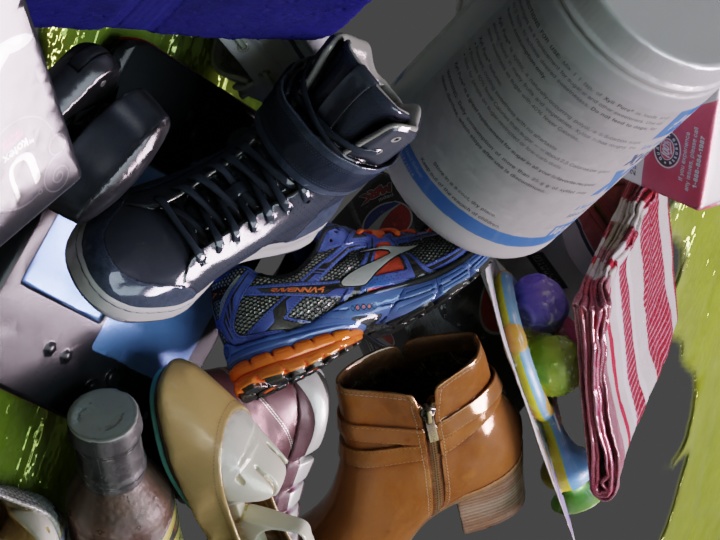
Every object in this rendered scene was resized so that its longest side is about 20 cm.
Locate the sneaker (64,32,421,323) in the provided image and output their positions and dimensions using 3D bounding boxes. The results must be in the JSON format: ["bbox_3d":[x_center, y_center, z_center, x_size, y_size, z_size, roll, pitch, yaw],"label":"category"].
[{"bbox_3d":[-0.056,-0.053,1.541,0.202,0.077,0.146,-28,169,-49],"label":"sneaker"}]

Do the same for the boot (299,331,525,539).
[{"bbox_3d":[0.004,0.123,1.782,0.199,0.077,0.156,-20,139,-2],"label":"boot"}]

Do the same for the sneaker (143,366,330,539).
[{"bbox_3d":[-0.093,0.140,1.737,0.115,0.076,0.201,-2,111,-37],"label":"sneaker"}]

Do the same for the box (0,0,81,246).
[{"bbox_3d":[-0.226,-0.099,1.374,0.122,0.106,0.200,-42,140,-27],"label":"box"}]

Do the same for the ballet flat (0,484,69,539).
[{"bbox_3d":[-0.207,0.147,1.589,0.200,0.072,0.072,28,90,-54],"label":"ballet flat"}]

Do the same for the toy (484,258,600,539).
[{"bbox_3d":[0.116,0.058,1.814,0.047,0.115,0.201,-14,116,4],"label":"toy"}]

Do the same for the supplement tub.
[{"bbox_3d":[0.111,-0.108,1.635,0.132,0.132,0.200,-19,162,-44],"label":"supplement tub"}]

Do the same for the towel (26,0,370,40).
[{"bbox_3d":[-0.084,-0.159,1.454,0.199,0.148,0.050,2,73,-24],"label":"towel"}]

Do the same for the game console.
[{"bbox_3d":[-0.124,-0.012,1.622,0.177,0.031,0.200,31,86,-54],"label":"game console"}]

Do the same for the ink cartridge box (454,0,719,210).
[{"bbox_3d":[0.154,-0.141,1.735,0.085,0.200,0.146,-20,126,-43],"label":"ink cartridge box"}]

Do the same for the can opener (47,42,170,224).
[{"bbox_3d":[-0.190,-0.037,1.500,0.200,0.079,0.063,-42,148,-12],"label":"can opener"}]

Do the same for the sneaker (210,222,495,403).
[{"bbox_3d":[0.000,0.000,1.677,0.200,0.075,0.079,-26,87,-32],"label":"sneaker"}]

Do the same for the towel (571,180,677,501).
[{"bbox_3d":[0.171,0.029,1.848,0.200,0.023,0.144,-60,149,-53],"label":"towel"}]

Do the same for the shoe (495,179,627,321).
[{"bbox_3d":[0.121,-0.046,1.877,0.200,0.071,0.091,55,41,-35],"label":"shoe"}]

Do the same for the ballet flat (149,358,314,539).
[{"bbox_3d":[-0.061,0.129,1.664,0.069,0.063,0.200,-65,146,-46],"label":"ballet flat"}]

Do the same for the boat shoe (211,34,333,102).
[{"bbox_3d":[-0.051,-0.128,1.619,0.067,0.074,0.200,-28,142,2],"label":"boat shoe"}]

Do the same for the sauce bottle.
[{"bbox_3d":[-0.132,0.147,1.664,0.065,0.065,0.200,-40,147,-28],"label":"sauce bottle"}]

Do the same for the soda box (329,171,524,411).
[{"bbox_3d":[0.040,0.033,1.823,0.071,0.063,0.200,-47,142,-20],"label":"soda box"}]
